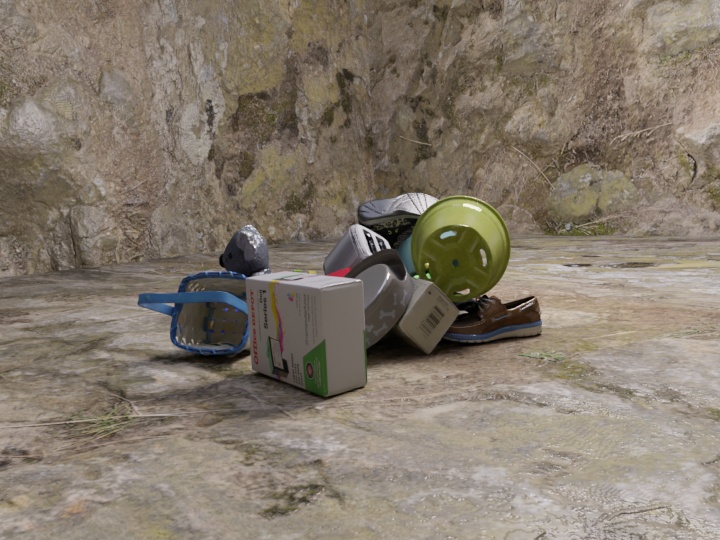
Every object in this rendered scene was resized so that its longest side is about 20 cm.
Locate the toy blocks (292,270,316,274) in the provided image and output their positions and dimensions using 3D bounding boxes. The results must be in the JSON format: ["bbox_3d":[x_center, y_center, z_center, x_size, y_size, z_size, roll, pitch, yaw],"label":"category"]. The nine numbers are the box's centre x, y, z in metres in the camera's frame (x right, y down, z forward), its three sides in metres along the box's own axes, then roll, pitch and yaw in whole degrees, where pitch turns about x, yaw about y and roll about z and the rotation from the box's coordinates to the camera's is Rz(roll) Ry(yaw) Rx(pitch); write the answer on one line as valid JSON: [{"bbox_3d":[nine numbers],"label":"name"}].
[{"bbox_3d":[-0.091,0.067,1.359,0.134,0.103,0.198,19,9,36],"label":"toy blocks"}]

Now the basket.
[{"bbox_3d":[-0.250,0.070,1.080,0.171,0.143,0.200,0,-20,23],"label":"basket"}]

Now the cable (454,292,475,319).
[{"bbox_3d":[0.150,0.079,1.263,0.194,0.053,0.163,-1,7,13],"label":"cable"}]

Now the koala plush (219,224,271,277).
[{"bbox_3d":[-0.251,0.000,1.457,0.178,0.207,0.177,-3,6,-3],"label":"koala plush"}]

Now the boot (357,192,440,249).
[{"bbox_3d":[0.086,-0.090,1.444,0.197,0.156,0.075,-8,48,-11],"label":"boot"}]

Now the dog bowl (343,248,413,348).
[{"bbox_3d":[0.007,0.057,1.079,0.199,0.059,0.201,-40,20,17],"label":"dog bowl"}]

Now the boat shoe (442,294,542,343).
[{"bbox_3d":[0.226,0.080,1.124,0.194,0.075,0.072,-6,8,-18],"label":"boat shoe"}]

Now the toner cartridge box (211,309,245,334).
[{"bbox_3d":[-0.209,0.105,1.253,0.196,0.045,0.093,4,9,44],"label":"toner cartridge box"}]

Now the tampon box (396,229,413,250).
[{"bbox_3d":[0.152,-0.054,1.701,0.124,0.207,0.148,2,8,39],"label":"tampon box"}]

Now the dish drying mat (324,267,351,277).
[{"bbox_3d":[-0.102,0.043,1.209,0.195,0.019,0.077,-23,23,-7],"label":"dish drying mat"}]

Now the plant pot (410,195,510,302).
[{"bbox_3d":[0.176,-0.028,1.163,0.194,0.207,0.184,-2,9,12],"label":"plant pot"}]

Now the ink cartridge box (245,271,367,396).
[{"bbox_3d":[-0.083,0.085,0.934,0.082,0.150,0.197,-8,9,-39],"label":"ink cartridge box"}]

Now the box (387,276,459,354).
[{"bbox_3d":[0.078,0.068,1.121,0.096,0.078,0.199,-50,19,-8],"label":"box"}]

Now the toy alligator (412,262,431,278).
[{"bbox_3d":[0.137,0.025,1.316,0.195,0.060,0.055,-14,-29,-23],"label":"toy alligator"}]

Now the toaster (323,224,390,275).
[{"bbox_3d":[0.000,0.000,1.324,0.112,0.130,0.202,25,25,-24],"label":"toaster"}]

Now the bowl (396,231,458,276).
[{"bbox_3d":[0.153,-0.023,1.423,0.196,0.107,0.203,-20,-28,-11],"label":"bowl"}]
